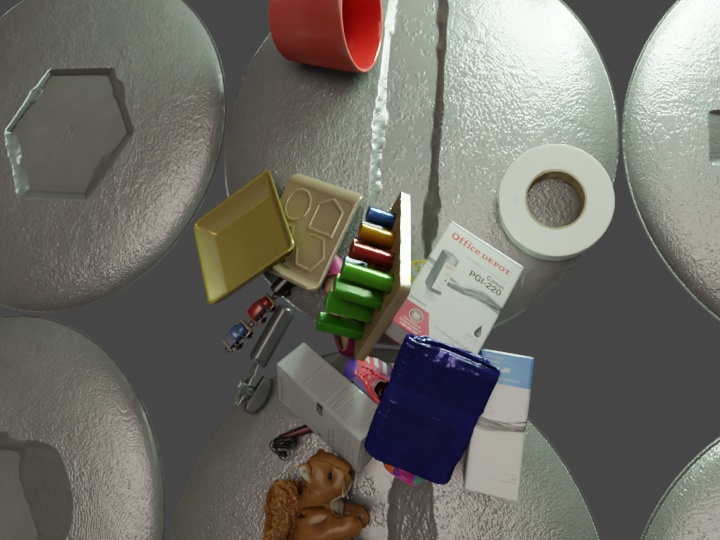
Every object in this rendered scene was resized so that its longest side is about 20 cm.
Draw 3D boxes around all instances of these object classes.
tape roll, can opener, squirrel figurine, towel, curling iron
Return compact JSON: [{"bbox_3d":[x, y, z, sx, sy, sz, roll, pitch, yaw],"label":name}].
[{"bbox_3d":[0.341,-0.121,0.955,0.196,0.037,0.210,-3,78,12],"label":"tape roll"},{"bbox_3d":[-0.170,0.165,1.003,0.066,0.053,0.204,31,85,-17],"label":"can opener"},{"bbox_3d":[-0.084,0.393,0.873,0.194,0.141,0.193,-6,90,22],"label":"squirrel figurine"},{"bbox_3d":[0.099,0.200,0.787,0.144,0.050,0.205,21,107,2],"label":"towel"},{"bbox_3d":[-0.067,0.281,0.957,0.195,0.026,0.050,-22,44,-4],"label":"curling iron"}]

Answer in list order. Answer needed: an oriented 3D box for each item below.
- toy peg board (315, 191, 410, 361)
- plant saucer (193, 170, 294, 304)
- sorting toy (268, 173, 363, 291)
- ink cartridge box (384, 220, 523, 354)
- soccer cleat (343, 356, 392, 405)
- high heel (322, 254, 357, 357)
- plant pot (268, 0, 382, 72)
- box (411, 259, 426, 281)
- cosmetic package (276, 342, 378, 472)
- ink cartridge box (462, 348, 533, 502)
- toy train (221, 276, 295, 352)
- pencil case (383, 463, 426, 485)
[{"bbox_3d":[0.000,0.000,0.872,0.095,0.202,0.203,15,49,-13],"label":"toy peg board"},{"bbox_3d":[-0.215,-0.057,1.021,0.197,0.048,0.203,-32,55,13],"label":"plant saucer"},{"bbox_3d":[-0.102,-0.075,1.019,0.182,0.036,0.204,22,79,34],"label":"sorting toy"},{"bbox_3d":[0.150,0.048,0.865,0.144,0.085,0.202,32,69,7],"label":"ink cartridge box"},{"bbox_3d":[0.029,0.187,0.900,0.198,0.073,0.070,24,84,47],"label":"soccer cleat"},{"bbox_3d":[-0.041,0.055,0.964,0.066,0.096,0.206,-18,76,15],"label":"high heel"},{"bbox_3d":[-0.070,-0.488,1.046,0.172,0.200,0.207,8,79,23],"label":"plant pot"},{"bbox_3d":[0.125,0.041,0.961,0.193,0.048,0.121,-7,77,7],"label":"box"},{"bbox_3d":[-0.052,0.226,0.903,0.198,0.104,0.074,32,49,28],"label":"cosmetic package"},{"bbox_3d":[0.213,0.236,0.849,0.083,0.147,0.207,9,80,11],"label":"ink cartridge box"},{"bbox_3d":[-0.188,0.076,1.017,0.034,0.046,0.201,42,89,16],"label":"toy train"},{"bbox_3d":[0.109,0.252,0.902,0.086,0.088,0.205,24,85,15],"label":"pencil case"}]
